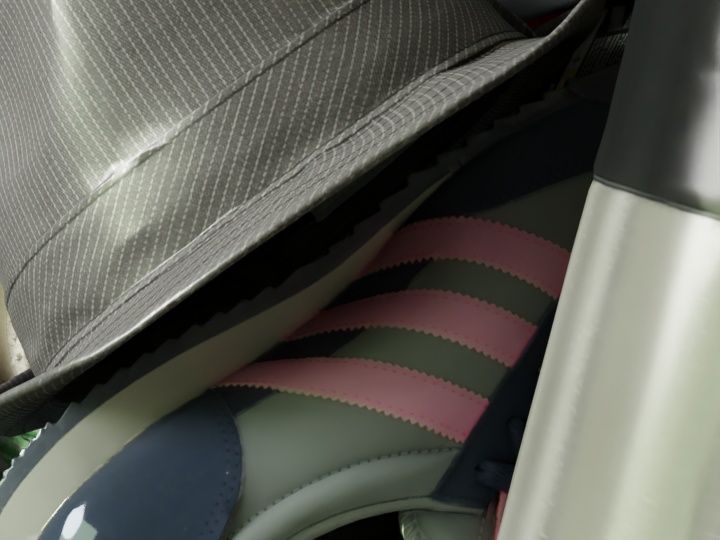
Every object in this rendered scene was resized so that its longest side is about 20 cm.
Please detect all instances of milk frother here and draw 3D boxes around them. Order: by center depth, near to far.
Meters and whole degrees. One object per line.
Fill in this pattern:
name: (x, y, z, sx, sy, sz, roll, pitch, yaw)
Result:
milk frother: (0.073, 0.009, 0.512, 0.180, 0.200, 0.189, 21, 98, 57)

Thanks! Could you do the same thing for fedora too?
fedora: (-0.036, -0.042, 0.668, 0.177, 0.090, 0.200, -35, -3, 1)

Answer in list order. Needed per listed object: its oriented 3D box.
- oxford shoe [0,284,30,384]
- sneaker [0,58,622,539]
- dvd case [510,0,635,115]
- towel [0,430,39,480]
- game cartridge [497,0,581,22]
oxford shoe: (-0.073, -0.022, 0.887, 0.075, 0.070, 0.201, 129, 151, -76)
sneaker: (0.020, 0.030, 0.632, 0.082, 0.200, 0.070, 48, 164, 22)
dvd case: (0.000, 0.000, 0.779, 0.200, 0.022, 0.146, -6, 53, 59)
towel: (-0.104, 0.111, 0.850, 0.200, 0.023, 0.153, 8, 101, 64)
game cartridge: (0.033, -0.128, 0.716, 0.200, 0.041, 0.133, -14, 104, 49)
